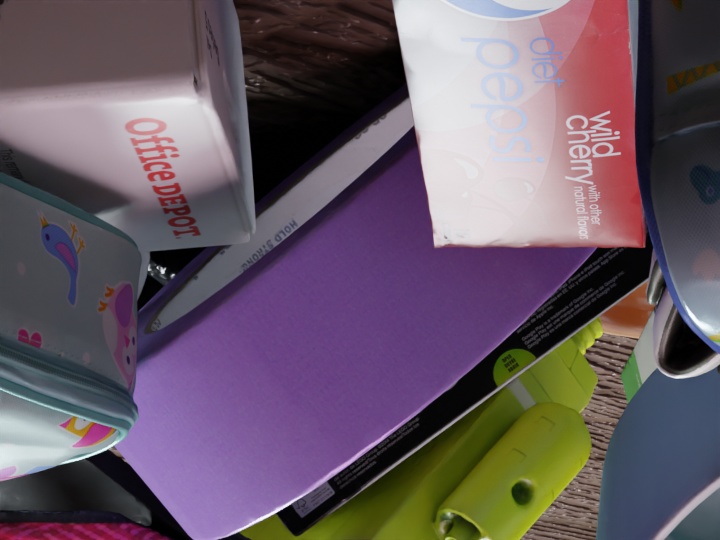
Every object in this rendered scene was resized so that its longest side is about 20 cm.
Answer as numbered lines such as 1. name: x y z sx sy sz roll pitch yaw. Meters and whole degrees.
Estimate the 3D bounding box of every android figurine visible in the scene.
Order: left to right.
1. android figurine: 0.020 0.080 1.049 0.200 0.041 0.182 -44 -163 -31

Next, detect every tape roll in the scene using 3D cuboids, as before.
1. tape roll: 0.000 0.000 0.878 0.200 0.066 0.200 -40 -173 6

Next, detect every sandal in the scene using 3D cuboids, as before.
1. sandal: -0.090 0.102 0.925 0.199 0.045 0.075 27 142 -5

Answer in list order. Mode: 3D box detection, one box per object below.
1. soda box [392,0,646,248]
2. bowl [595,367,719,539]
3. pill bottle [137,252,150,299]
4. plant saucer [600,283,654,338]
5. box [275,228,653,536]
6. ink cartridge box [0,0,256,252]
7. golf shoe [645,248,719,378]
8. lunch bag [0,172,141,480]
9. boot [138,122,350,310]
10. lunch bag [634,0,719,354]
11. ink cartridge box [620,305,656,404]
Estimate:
1. soda box: 0.042 -0.087 0.691 0.063 0.070 0.200 0 147 9
2. bowl: 0.163 0.084 0.914 0.199 0.105 0.202 -7 130 -8
3. pill bottle: -0.167 0.011 0.982 0.116 0.117 0.200 7 159 -34
4. plant saucer: 0.178 -0.014 1.128 0.199 0.038 0.200 -4 164 -1
5. box: 0.047 0.020 0.986 0.200 0.035 0.110 -37 -177 2
6. ink cartridge box: -0.138 -0.059 0.812 0.198 0.085 0.146 -5 163 2
7. golf shoe: 0.114 -0.010 0.826 0.078 0.097 0.200 36 172 6
8. lunch bag: -0.178 0.022 0.786 0.199 0.078 0.160 -12 162 27
9. boot: -0.058 0.007 1.069 0.197 0.074 0.162 -15 164 8
10. lunch bag: 0.134 -0.066 0.660 0.082 0.201 0.161 -9 156 30
11. ink cartridge box: 0.195 0.037 1.066 0.145 0.085 0.200 -12 164 -5
